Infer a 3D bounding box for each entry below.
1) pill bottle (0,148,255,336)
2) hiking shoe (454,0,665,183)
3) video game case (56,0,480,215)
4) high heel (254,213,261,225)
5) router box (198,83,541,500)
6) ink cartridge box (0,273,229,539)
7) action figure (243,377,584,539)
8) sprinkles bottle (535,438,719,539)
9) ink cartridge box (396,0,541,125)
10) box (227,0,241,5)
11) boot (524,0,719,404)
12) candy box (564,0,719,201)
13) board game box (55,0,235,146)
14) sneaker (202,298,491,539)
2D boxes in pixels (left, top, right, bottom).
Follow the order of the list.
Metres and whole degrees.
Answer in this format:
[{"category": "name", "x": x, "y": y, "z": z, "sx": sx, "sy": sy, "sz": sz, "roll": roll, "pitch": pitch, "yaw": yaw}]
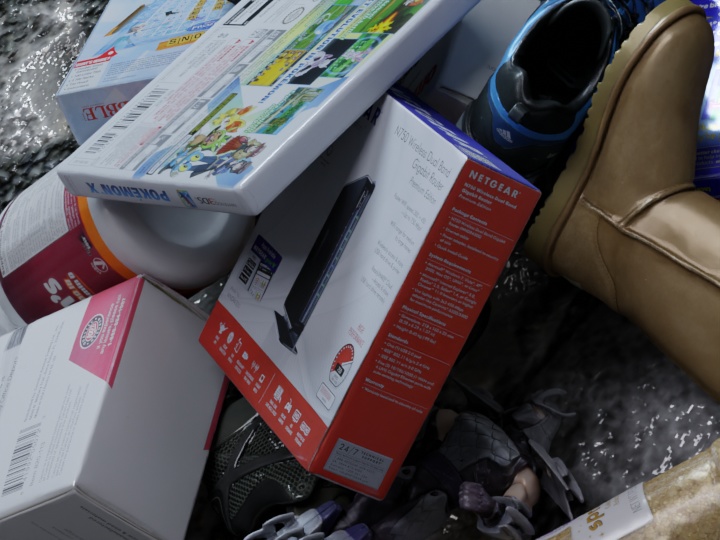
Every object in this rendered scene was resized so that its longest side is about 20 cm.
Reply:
[{"category": "pill bottle", "x": -0.155, "y": -0.014, "z": 1.766, "sx": 0.200, "sy": 0.109, "sz": 0.110, "roll": -31, "pitch": 35, "yaw": 52}, {"category": "hiking shoe", "x": 0.127, "y": -0.129, "z": 1.605, "sx": 0.200, "sy": 0.074, "sz": 0.087, "roll": -58, "pitch": 4, "yaw": -29}, {"category": "video game case", "x": -0.049, "y": -0.104, "z": 1.622, "sx": 0.200, "sy": 0.022, "sz": 0.182, "roll": -44, "pitch": 29, "yaw": -26}, {"category": "high heel", "x": -0.047, "y": -0.014, "z": 1.763, "sx": 0.200, "sy": 0.071, "sz": 0.143, "roll": 160, "pitch": 113, "yaw": -68}, {"category": "router box", "x": 0.000, "y": 0.000, "z": 1.565, "sx": 0.180, "sy": 0.049, "sz": 0.200, "roll": -63, "pitch": 26, "yaw": 8}, {"category": "ink cartridge box", "x": -0.176, "y": 0.105, "z": 1.710, "sx": 0.200, "sy": 0.083, "sz": 0.147, "roll": -23, "pitch": 43, "yaw": 44}, {"category": "action figure", "x": 0.031, "y": 0.119, "z": 1.567, "sx": 0.200, "sy": 0.070, "sz": 0.130, "roll": -33, "pitch": 33, "yaw": -14}, {"category": "sprinkles bottle", "x": 0.118, "y": 0.160, "z": 1.521, "sx": 0.199, "sy": 0.068, "sz": 0.068, "roll": -29, "pitch": 45, "yaw": 10}, {"category": "ink cartridge box", "x": 0.081, "y": -0.138, "z": 1.725, "sx": 0.147, "sy": 0.083, "sz": 0.201, "roll": 129, "pitch": 162, "yaw": -59}, {"category": "box", "x": -0.027, "y": -0.266, "z": 1.728, "sx": 0.200, "sy": 0.038, "sz": 0.137, "roll": -61, "pitch": 1, "yaw": 41}, {"category": "boot", "x": 0.202, "y": -0.022, "z": 1.546, "sx": 0.200, "sy": 0.066, "sz": 0.176, "roll": 35, "pitch": 112, "yaw": 27}, {"category": "candy box", "x": 0.217, "y": -0.112, "z": 1.669, "sx": 0.168, "sy": 0.077, "sz": 0.201, "roll": -5, "pitch": 54, "yaw": 32}, {"category": "board game box", "x": -0.062, "y": -0.161, "z": 1.797, "sx": 0.199, "sy": 0.041, "sz": 0.200, "roll": -8, "pitch": 34, "yaw": 23}, {"category": "sneaker", "x": 0.002, "y": 0.089, "z": 1.652, "sx": 0.199, "sy": 0.076, "sz": 0.114, "roll": -35, "pitch": 46, "yaw": 9}]
